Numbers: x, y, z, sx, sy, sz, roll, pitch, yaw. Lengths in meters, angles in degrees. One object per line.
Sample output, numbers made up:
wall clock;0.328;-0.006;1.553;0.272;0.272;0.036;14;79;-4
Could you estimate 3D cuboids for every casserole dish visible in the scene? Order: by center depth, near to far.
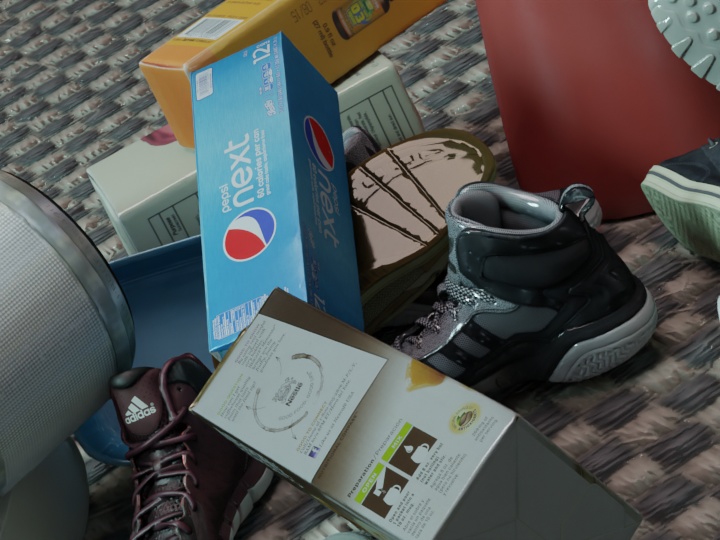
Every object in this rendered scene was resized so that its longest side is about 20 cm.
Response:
casserole dish;-0.092;0.043;1.452;0.199;0.122;0.039;-17;-6;5

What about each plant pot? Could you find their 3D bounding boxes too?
plant pot;0.160;-0.156;1.514;0.200;0.178;0.201;-21;26;11

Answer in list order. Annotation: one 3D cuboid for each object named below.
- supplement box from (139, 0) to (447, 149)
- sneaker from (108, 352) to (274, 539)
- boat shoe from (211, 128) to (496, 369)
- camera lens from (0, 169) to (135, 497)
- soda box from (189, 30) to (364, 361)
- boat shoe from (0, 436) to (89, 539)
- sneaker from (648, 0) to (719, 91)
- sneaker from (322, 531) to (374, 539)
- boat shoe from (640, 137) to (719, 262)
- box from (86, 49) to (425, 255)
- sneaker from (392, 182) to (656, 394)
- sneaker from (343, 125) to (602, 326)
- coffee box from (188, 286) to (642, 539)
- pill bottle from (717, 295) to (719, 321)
supplement box;-0.036;-0.153;1.520;0.200;0.067;0.069;-36;24;-22
sneaker;-0.114;0.117;1.324;0.075;0.116;0.200;-16;27;21
boat shoe;0.001;0.002;1.403;0.073;0.063;0.201;39;83;27
camera lens;-0.235;0.052;1.343;0.160;0.160;0.200;6;41;48
soda box;-0.046;-0.030;1.354;0.064;0.068;0.201;-22;50;20
boat shoe;-0.212;0.167;1.387;0.068;0.072;0.200;-13;38;25
sneaker;0.259;-0.138;1.423;0.077;0.199;0.081;-63;1;37
sneaker;-0.044;0.180;1.173;0.075;0.082;0.200;-7;27;34
boat shoe;0.220;-0.031;1.345;0.062;0.075;0.200;-35;21;-5
box;-0.054;-0.046;1.561;0.200;0.128;0.109;-29;25;-6
sneaker;0.053;0.019;1.338;0.199;0.114;0.076;-21;25;10
sneaker;0.037;-0.035;1.467;0.199;0.114;0.076;-18;21;18
coffee box;0.024;0.093;1.197;0.200;0.114;0.080;26;79;49
pill bottle;0.275;0.024;1.140;0.199;0.114;0.114;-20;26;13
